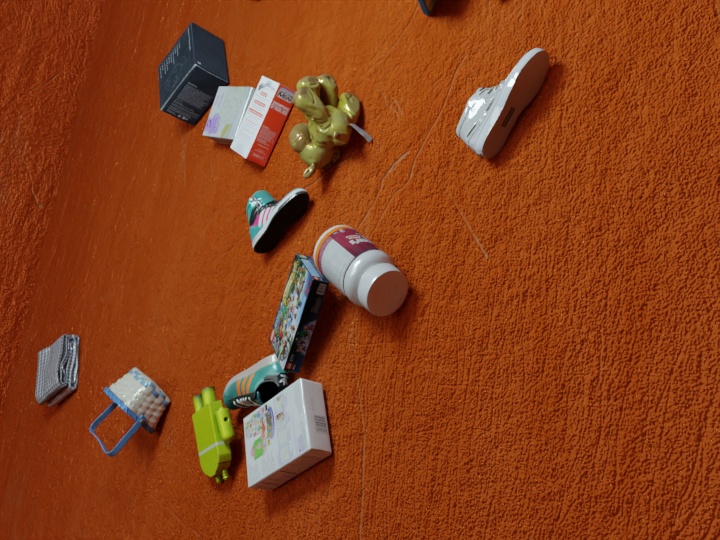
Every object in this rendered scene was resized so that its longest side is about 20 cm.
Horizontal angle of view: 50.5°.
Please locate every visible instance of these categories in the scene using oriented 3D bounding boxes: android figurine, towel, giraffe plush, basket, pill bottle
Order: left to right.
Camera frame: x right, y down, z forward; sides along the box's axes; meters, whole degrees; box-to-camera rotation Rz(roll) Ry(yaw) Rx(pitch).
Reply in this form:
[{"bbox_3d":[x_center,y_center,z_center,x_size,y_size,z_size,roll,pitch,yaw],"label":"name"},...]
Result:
[{"bbox_3d":[-0.990,0.322,2.490,0.165,0.085,0.203,-36,49,34],"label":"towel"},{"bbox_3d":[-0.591,0.363,1.937,0.200,0.140,0.175,-44,35,-17],"label":"basket"},{"bbox_3d":[-0.326,0.365,1.681,0.182,0.040,0.203,-40,61,51],"label":"android figurine"},{"bbox_3d":[-0.086,-0.298,1.656,0.201,0.172,0.162,51,130,10],"label":"giraffe plush"},{"bbox_3d":[0.000,0.000,1.429,0.200,0.108,0.111,39,104,50],"label":"pill bottle"}]

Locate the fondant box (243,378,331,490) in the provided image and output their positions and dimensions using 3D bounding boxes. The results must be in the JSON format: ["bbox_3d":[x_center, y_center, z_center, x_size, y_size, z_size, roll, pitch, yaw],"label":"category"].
[{"bbox_3d":[-0.148,0.324,1.495,0.199,0.058,0.146,-37,49,33],"label":"fondant box"}]

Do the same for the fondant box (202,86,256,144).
[{"bbox_3d":[-0.340,-0.416,2.057,0.199,0.058,0.147,18,88,53],"label":"fondant box"}]

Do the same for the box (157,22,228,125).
[{"bbox_3d":[-0.500,-0.583,2.266,0.196,0.123,0.203,-41,46,33],"label":"box"}]

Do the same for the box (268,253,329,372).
[{"bbox_3d":[-0.129,0.085,1.555,0.137,0.037,0.203,48,123,60],"label":"box"}]

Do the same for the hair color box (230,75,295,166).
[{"bbox_3d":[-0.244,-0.376,1.922,0.111,0.063,0.203,36,104,52],"label":"hair color box"}]

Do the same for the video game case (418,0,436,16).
[{"bbox_3d":[0.165,-0.615,1.493,0.018,0.143,0.203,27,97,10],"label":"video game case"}]

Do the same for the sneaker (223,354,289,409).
[{"bbox_3d":[-0.225,0.257,1.617,0.199,0.071,0.081,-39,44,31],"label":"sneaker"}]

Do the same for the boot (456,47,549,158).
[{"bbox_3d":[0.235,-0.300,1.306,0.096,0.073,0.202,46,111,41],"label":"boot"}]

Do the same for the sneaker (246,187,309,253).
[{"bbox_3d":[-0.197,-0.147,1.756,0.200,0.083,0.122,-45,54,30],"label":"sneaker"}]
